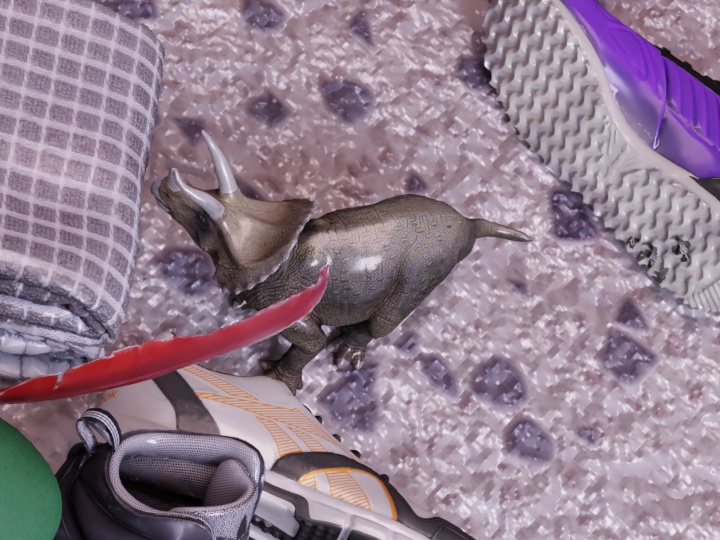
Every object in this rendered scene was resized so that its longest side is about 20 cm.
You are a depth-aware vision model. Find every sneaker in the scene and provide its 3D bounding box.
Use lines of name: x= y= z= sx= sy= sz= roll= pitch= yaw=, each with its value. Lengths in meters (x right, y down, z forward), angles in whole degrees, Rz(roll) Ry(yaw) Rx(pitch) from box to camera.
sneaker: x=-0.055 y=0.140 z=1.103 sx=0.200 sy=0.114 sz=0.076 roll=37 pitch=36 yaw=3
sneaker: x=0.146 y=-0.076 z=1.364 sx=0.099 sy=0.070 sz=0.201 roll=-31 pitch=80 yaw=-41
sneaker: x=-0.023 y=0.090 z=1.181 sx=0.199 sy=0.074 sz=0.080 roll=26 pitch=52 yaw=-8

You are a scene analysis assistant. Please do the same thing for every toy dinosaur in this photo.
toy dinosaur: x=0.000 y=0.000 z=1.227 sx=0.199 sy=0.102 sz=0.077 roll=1 pitch=61 yaw=-22

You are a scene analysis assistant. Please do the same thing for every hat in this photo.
hat: x=-0.137 y=0.086 z=1.077 sx=0.175 sy=0.199 sz=0.167 roll=-6 pitch=94 yaw=-38

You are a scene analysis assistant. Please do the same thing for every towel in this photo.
towel: x=-0.189 y=-0.054 z=1.187 sx=0.199 sy=0.086 sz=0.166 roll=15 pitch=55 yaw=-15
